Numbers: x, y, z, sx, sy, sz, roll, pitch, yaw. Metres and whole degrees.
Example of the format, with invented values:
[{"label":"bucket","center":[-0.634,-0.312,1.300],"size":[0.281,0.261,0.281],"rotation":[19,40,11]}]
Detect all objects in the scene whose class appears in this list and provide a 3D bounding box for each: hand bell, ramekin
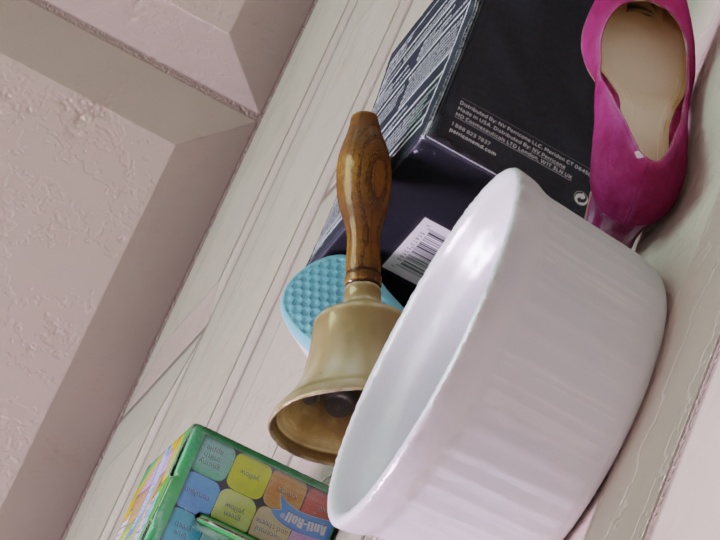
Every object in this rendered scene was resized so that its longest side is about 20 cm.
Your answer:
[{"label":"hand bell","center":[0.000,0.000,1.558],"size":[0.104,0.104,0.201],"rotation":[129,146,-55]},{"label":"ramekin","center":[0.071,0.059,1.378],"size":[0.201,0.097,0.201],"rotation":[-60,9,15]}]

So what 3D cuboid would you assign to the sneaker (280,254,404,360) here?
[{"label":"sneaker","center":[0.032,0.088,1.649],"size":[0.079,0.131,0.200],"rotation":[-31,45,-1]}]

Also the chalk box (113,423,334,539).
[{"label":"chalk box","center":[-0.097,0.193,1.910],"size":[0.124,0.124,0.200],"rotation":[-66,10,-21]}]

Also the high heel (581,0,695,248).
[{"label":"high heel","center":[0.154,-0.110,1.475],"size":[0.096,0.067,0.201],"rotation":[112,176,-60]}]

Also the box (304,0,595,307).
[{"label":"box","center":[0.079,-0.085,1.698],"size":[0.200,0.123,0.199],"rotation":[-48,18,55]}]
